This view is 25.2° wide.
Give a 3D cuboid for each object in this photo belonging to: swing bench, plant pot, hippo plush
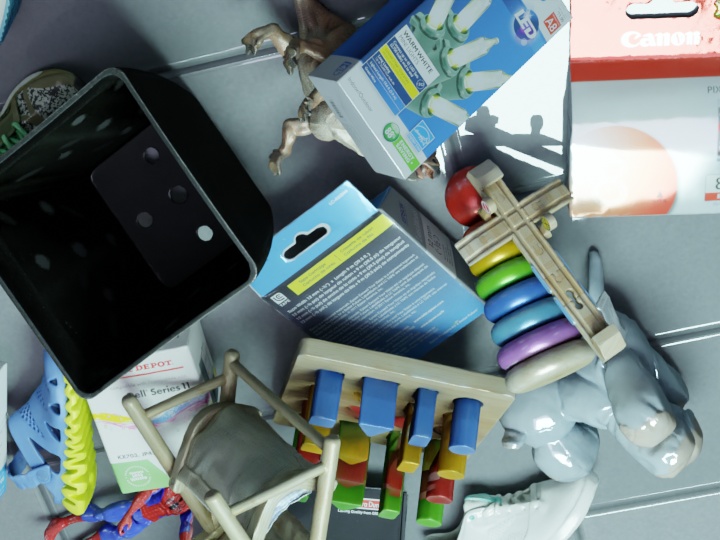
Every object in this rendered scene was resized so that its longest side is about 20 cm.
[{"bbox_3d":[-0.107,0.214,1.447,0.129,0.199,0.202,-22,122,-24],"label":"swing bench"},{"bbox_3d":[-0.184,-0.048,1.359,0.199,0.177,0.200,-34,93,22],"label":"plant pot"},{"bbox_3d":[0.205,0.130,1.482,0.160,0.160,0.201,-30,117,18],"label":"hippo plush"}]

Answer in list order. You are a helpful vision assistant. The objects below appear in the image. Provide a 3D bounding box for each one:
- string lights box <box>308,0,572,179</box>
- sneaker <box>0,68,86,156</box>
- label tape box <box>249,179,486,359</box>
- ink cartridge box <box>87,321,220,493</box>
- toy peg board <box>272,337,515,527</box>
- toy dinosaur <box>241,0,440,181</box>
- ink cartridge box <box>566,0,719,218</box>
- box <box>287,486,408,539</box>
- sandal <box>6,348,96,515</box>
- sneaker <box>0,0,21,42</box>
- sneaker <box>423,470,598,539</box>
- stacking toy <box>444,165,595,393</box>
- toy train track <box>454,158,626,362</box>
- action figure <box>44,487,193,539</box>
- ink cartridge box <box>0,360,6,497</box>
[{"bbox_3d":[0.066,-0.180,1.298,0.200,0.059,0.103,-44,116,-13],"label":"string lights box"},{"bbox_3d":[-0.308,-0.095,1.407,0.199,0.089,0.077,-37,113,22],"label":"sneaker"},{"bbox_3d":[0.000,0.000,1.449,0.143,0.066,0.200,-36,122,22],"label":"label tape box"},{"bbox_3d":[-0.199,0.109,1.539,0.116,0.068,0.202,-10,121,9],"label":"ink cartridge box"},{"bbox_3d":[0.021,0.159,1.486,0.197,0.099,0.200,11,156,-6],"label":"toy peg board"},{"bbox_3d":[-0.016,-0.161,1.356,0.134,0.085,0.203,-18,97,-33],"label":"toy dinosaur"},{"bbox_3d":[0.258,-0.142,1.378,0.160,0.050,0.202,-2,125,3],"label":"ink cartridge box"},{"bbox_3d":[-0.057,0.310,1.604,0.197,0.050,0.201,6,84,-2],"label":"box"},{"bbox_3d":[-0.303,0.152,1.568,0.086,0.080,0.202,8,120,2],"label":"sandal"},{"bbox_3d":[-0.306,-0.280,1.302,0.080,0.077,0.202,17,119,-6],"label":"sneaker"},{"bbox_3d":[0.146,0.248,1.614,0.089,0.075,0.200,45,115,-9],"label":"sneaker"},{"bbox_3d":[0.131,0.000,1.410,0.085,0.085,0.202,-25,79,17],"label":"stacking toy"},{"bbox_3d":[0.158,-0.013,1.365,0.114,0.033,0.201,-32,76,-15],"label":"toy train track"},{"bbox_3d":[-0.229,0.261,1.607,0.199,0.100,0.065,-27,120,23],"label":"action figure"},{"bbox_3d":[-0.404,0.139,1.554,0.114,0.067,0.202,15,122,10],"label":"ink cartridge box"}]
